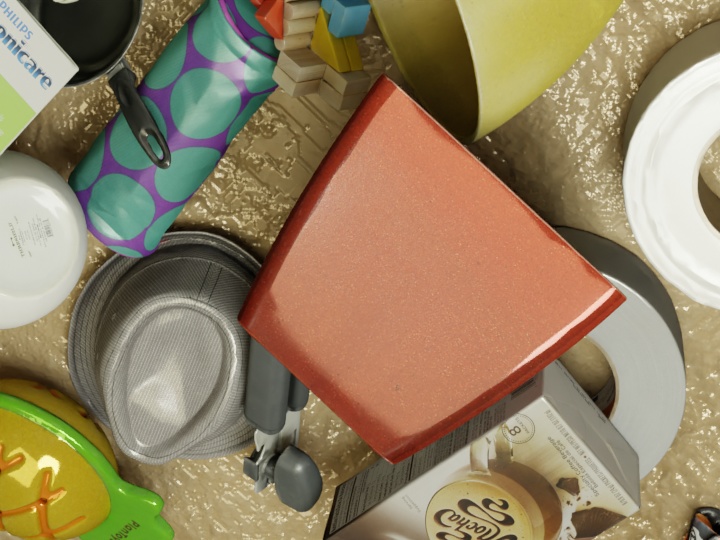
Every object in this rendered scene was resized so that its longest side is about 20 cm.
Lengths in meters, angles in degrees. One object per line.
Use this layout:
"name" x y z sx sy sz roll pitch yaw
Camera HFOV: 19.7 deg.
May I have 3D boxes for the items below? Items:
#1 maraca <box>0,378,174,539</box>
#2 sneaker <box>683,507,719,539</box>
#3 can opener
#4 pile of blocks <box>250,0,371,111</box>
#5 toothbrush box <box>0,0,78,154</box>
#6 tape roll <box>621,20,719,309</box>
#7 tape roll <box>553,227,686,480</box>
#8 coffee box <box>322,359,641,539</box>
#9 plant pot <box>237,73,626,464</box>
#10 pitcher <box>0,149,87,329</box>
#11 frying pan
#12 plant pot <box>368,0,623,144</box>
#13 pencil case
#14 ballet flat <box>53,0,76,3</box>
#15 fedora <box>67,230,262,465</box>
"maraca" -0.232 0.155 1.561 0.200 0.107 0.137 35 144 -10
"sneaker" 0.231 0.235 1.563 0.199 0.078 0.113 -3 110 -3
"can opener" -0.046 0.099 1.487 0.067 0.053 0.201 32 143 19
"pile of blocks" -0.045 -0.201 1.353 0.082 0.062 0.201 -26 81 49
"toothbrush box" -0.306 -0.102 1.363 0.200 0.145 0.086 -51 127 -12
"tape roll" 0.279 -0.072 1.414 0.201 0.071 0.204 3 114 7
"tape roll" 0.135 0.072 1.500 0.199 0.066 0.201 3 115 7
"coffee box" 0.085 0.162 1.467 0.200 0.080 0.113 -36 106 21
"plant pot" 0.032 0.010 1.333 0.200 0.200 0.176 42 93 0
"pitcher" -0.274 -0.045 1.441 0.121 0.200 0.172 -27 103 -23
"frying pan" -0.167 -0.162 1.413 0.190 0.031 0.115 34 100 23
"plant pot" 0.092 -0.201 1.333 0.141 0.200 0.201 -24 111 -12
"pencil case" -0.121 -0.104 1.442 0.085 0.092 0.200 46 114 12
"ballet flat" -0.214 -0.218 1.400 0.199 0.067 0.071 13 113 22
"fedora" -0.135 0.073 1.522 0.176 0.090 0.201 28 115 -5
